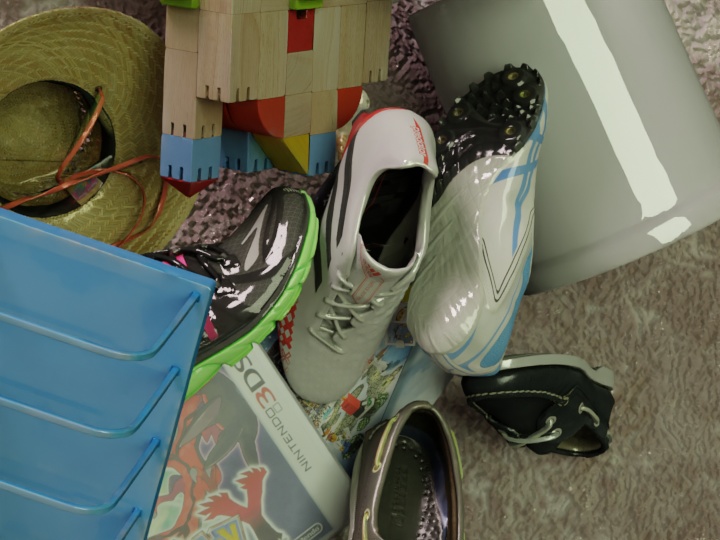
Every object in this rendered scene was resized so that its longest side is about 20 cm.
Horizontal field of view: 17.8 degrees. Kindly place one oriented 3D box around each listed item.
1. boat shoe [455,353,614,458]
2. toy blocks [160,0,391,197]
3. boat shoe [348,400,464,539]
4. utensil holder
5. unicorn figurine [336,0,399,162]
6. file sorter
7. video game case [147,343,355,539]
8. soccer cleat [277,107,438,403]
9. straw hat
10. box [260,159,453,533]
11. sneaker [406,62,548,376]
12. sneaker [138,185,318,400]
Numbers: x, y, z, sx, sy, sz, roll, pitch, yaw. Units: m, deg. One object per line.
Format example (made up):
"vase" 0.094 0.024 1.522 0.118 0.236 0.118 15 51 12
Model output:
"boat shoe" 0.119 0.089 1.481 0.200 0.076 0.060 12 73 -60
"toy blocks" -0.048 -0.116 1.360 0.200 0.100 0.137 -14 112 -51
"boat shoe" 0.027 0.173 1.368 0.072 0.060 0.202 11 55 -15
"utensil holder" 0.140 -0.107 1.505 0.170 0.170 0.200 -28 95 -27
"unicorn figurine" -0.030 -0.171 1.466 0.200 0.137 0.074 42 27 5
"file sorter" -0.181 0.091 1.252 0.139 0.123 0.200 18 110 5
"video game case" -0.121 0.132 1.390 0.200 0.023 0.182 -36 106 -11
"soccer cleat" 0.000 0.000 1.361 0.069 0.085 0.200 11 114 -20
"straw hat" -0.195 -0.079 1.364 0.201 0.085 0.201 -19 127 -27
"box" -0.011 0.046 1.448 0.137 0.038 0.200 37 87 -19
"sneaker" 0.076 -0.031 1.398 0.072 0.072 0.200 41 58 -54
"sneaker" -0.104 0.019 1.332 0.200 0.077 0.084 -44 112 -11
